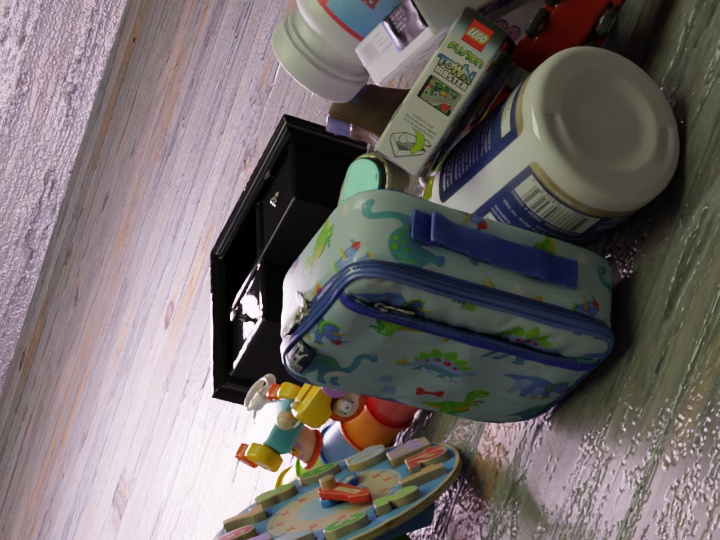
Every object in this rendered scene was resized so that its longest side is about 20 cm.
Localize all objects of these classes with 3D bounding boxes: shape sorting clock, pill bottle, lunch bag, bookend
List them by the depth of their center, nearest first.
[{"bbox_3d":[0.055,0.027,1.121,0.161,0.199,0.083,133,147,-52],"label":"lunch bag"},{"bbox_3d":[0.115,-0.057,1.157,0.200,0.110,0.112,138,143,-57],"label":"pill bottle"},{"bbox_3d":[-0.020,0.170,1.273,0.200,0.199,0.039,-170,61,-71],"label":"shape sorting clock"},{"bbox_3d":[0.020,-0.226,1.322,0.200,0.108,0.109,-48,29,29],"label":"pill bottle"},{"bbox_3d":[-0.067,-0.003,1.657,0.201,0.092,0.199,-95,28,-45],"label":"bookend"}]

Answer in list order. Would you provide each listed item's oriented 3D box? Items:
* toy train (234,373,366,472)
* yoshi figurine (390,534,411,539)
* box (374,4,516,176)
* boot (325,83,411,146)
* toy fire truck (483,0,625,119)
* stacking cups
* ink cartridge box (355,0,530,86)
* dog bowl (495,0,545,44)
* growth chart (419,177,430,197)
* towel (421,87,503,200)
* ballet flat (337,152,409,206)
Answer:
[{"bbox_3d":[-0.025,0.084,1.394,0.200,0.055,0.151,-48,17,32],"label":"toy train"},{"bbox_3d":[-0.007,0.229,1.343,0.112,0.113,0.200,-39,1,-9],"label":"yoshi figurine"},{"bbox_3d":[0.064,-0.119,1.192,0.110,0.035,0.200,-57,-5,8],"label":"box"},{"bbox_3d":[0.022,-0.139,1.468,0.200,0.096,0.075,-97,29,-78],"label":"boot"},{"bbox_3d":[0.150,-0.170,1.212,0.201,0.049,0.141,-58,-5,4],"label":"toy fire truck"},{"bbox_3d":[-0.003,0.144,1.421,0.200,0.060,0.061,-49,31,46],"label":"stacking cups"},{"bbox_3d":[0.096,-0.204,1.244,0.039,0.199,0.099,58,151,3],"label":"ink cartridge box"},{"bbox_3d":[0.102,-0.262,1.419,0.200,0.073,0.201,-164,90,-72],"label":"dog bowl"},{"bbox_3d":[0.027,0.026,1.484,0.201,0.018,0.145,-62,23,26],"label":"growth chart"},{"bbox_3d":[0.069,-0.058,1.400,0.201,0.018,0.086,-66,22,7],"label":"towel"},{"bbox_3d":[0.000,0.000,1.475,0.067,0.062,0.201,19,91,35],"label":"ballet flat"}]
